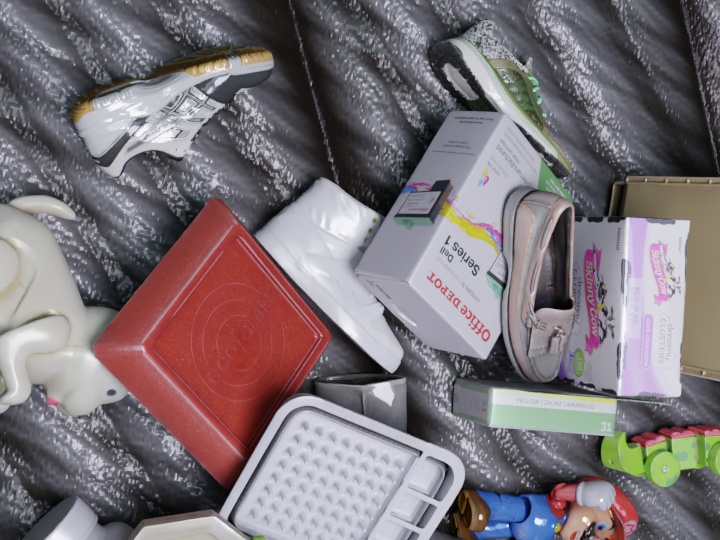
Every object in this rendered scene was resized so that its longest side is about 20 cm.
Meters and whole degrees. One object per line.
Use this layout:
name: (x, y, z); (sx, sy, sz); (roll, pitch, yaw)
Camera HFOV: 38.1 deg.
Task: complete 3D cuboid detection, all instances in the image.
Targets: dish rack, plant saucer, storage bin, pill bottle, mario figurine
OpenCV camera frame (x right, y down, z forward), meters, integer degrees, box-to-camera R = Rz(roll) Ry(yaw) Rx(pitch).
dish rack: (-0.020, 0.205, 0.976); (0.199, 0.044, 0.172); (25, 106, -21)
plant saucer: (-0.120, 0.067, 0.975); (0.200, 0.037, 0.200); (51, 54, -26)
storage bin: (0.349, 0.008, 1.091); (0.093, 0.198, 0.202); (8, 90, -34)
pill bottle: (-0.227, 0.310, 0.976); (0.112, 0.112, 0.200); (-42, 103, -11)
mario figurine: (0.203, 0.275, 1.099); (0.198, 0.123, 0.107); (-1, 80, -12)

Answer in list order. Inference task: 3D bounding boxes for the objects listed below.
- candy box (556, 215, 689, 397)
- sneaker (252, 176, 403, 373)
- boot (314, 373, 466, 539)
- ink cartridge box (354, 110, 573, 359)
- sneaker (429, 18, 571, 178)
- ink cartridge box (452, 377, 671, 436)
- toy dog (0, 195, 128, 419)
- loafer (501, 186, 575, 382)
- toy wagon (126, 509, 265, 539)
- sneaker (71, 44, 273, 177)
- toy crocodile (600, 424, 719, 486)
candy box: (0.244, 0.030, 1.056); (0.071, 0.200, 0.169); (3, 91, -16)
sneaker: (0.000, 0.000, 1.049); (0.116, 0.074, 0.200); (-44, 102, -7)
boot: (0.040, 0.207, 1.056); (0.180, 0.073, 0.202); (2, 87, 7)
ink cartridge box: (0.106, -0.035, 1.036); (0.145, 0.084, 0.201); (43, 70, -36)
sneaker: (0.167, -0.184, 1.094); (0.200, 0.077, 0.089); (48, 71, -15)
ink cartridge box: (0.195, 0.140, 1.046); (0.144, 0.200, 0.048); (6, 89, -17)
toy dog: (-0.290, 0.049, 0.950); (0.200, 0.139, 0.194); (42, 45, -12)
loafer: (0.179, 0.021, 1.011); (0.072, 0.063, 0.202); (-21, 113, -37)
toy wagon: (-0.154, 0.317, 0.919); (0.154, 0.040, 0.202); (-5, 96, -15)
sneaker: (-0.172, -0.154, 1.002); (0.199, 0.076, 0.088); (-22, 114, -11)
toy crocodile: (0.359, 0.200, 1.165); (0.198, 0.067, 0.062); (-4, 93, -16)
